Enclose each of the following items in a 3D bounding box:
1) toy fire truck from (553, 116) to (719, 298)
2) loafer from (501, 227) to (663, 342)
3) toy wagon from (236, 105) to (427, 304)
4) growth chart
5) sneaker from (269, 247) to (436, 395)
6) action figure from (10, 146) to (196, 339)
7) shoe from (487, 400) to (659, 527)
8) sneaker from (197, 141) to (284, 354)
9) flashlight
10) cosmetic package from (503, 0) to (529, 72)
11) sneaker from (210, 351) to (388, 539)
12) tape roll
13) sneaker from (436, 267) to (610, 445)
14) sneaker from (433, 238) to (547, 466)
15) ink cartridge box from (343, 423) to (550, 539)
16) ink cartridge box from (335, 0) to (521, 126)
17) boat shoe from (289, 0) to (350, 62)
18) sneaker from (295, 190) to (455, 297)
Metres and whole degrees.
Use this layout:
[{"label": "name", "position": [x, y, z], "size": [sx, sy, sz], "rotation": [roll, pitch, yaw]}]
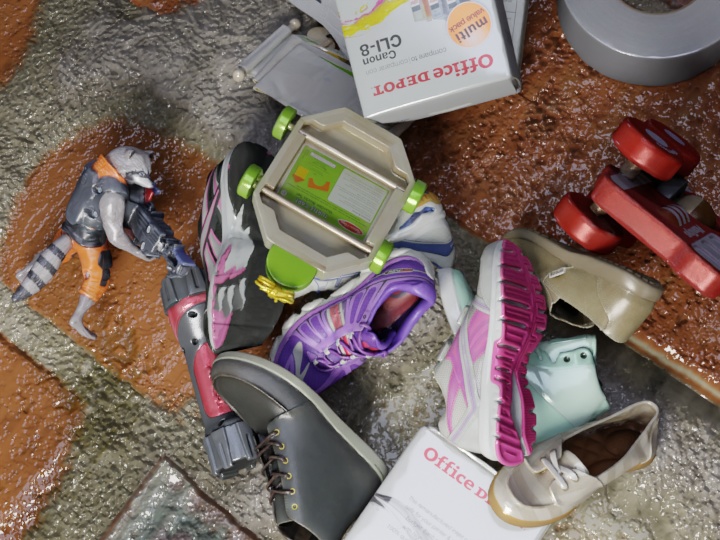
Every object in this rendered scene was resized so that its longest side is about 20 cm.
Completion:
[{"label": "toy fire truck", "position": [0.285, -0.045, 1.032], "size": [0.168, 0.199, 0.113], "rotation": [44, 114, 17]}, {"label": "loafer", "position": [0.190, 0.012, 1.043], "size": [0.075, 0.200, 0.068], "rotation": [23, 92, -30]}, {"label": "toy wagon", "position": [-0.037, -0.056, 1.043], "size": [0.154, 0.040, 0.201], "rotation": [29, 71, 1]}, {"label": "growth chart", "position": [-0.032, -0.190, 1.174], "size": [0.199, 0.018, 0.145], "rotation": [36, 50, 17]}, {"label": "sneaker", "position": [-0.010, 0.060, 1.065], "size": [0.200, 0.084, 0.080], "rotation": [-43, 116, 16]}, {"label": "action figure", "position": [-0.256, -0.034, 1.123], "size": [0.199, 0.104, 0.195], "rotation": [34, 98, 43]}, {"label": "shoe", "position": [0.193, 0.165, 0.998], "size": [0.198, 0.054, 0.070], "rotation": [-18, 51, -34]}, {"label": "sneaker", "position": [-0.121, -0.017, 1.088], "size": [0.080, 0.086, 0.203], "rotation": [15, 74, -32]}, {"label": "flashlight", "position": [-0.143, 0.097, 1.109], "size": [0.067, 0.068, 0.202], "rotation": [-22, 71, 6]}, {"label": "cosmetic package", "position": [0.123, -0.288, 1.149], "size": [0.102, 0.073, 0.203], "rotation": [8, 95, 10]}, {"label": "sneaker", "position": [-0.073, 0.167, 1.033], "size": [0.199, 0.075, 0.107], "rotation": [39, 54, -4]}, {"label": "tape roll", "position": [0.303, -0.296, 1.163], "size": [0.197, 0.066, 0.203], "rotation": [-2, 74, 7]}, {"label": "sneaker", "position": [0.158, 0.067, 1.070], "size": [0.117, 0.074, 0.202], "rotation": [-30, 81, 5]}, {"label": "sneaker", "position": [0.107, 0.069, 0.998], "size": [0.087, 0.081, 0.203], "rotation": [-5, 67, 39]}, {"label": "ink cartridge box", "position": [0.061, 0.265, 1.021], "size": [0.145, 0.083, 0.201], "rotation": [34, 80, 15]}, {"label": "ink cartridge box", "position": [0.059, -0.250, 1.054], "size": [0.144, 0.145, 0.203], "rotation": [-14, 92, 12]}, {"label": "boat shoe", "position": [0.000, -0.277, 1.194], "size": [0.071, 0.072, 0.200], "rotation": [-31, 69, -38]}, {"label": "sneaker", "position": [0.000, 0.000, 1.110], "size": [0.198, 0.075, 0.089], "rotation": [-25, 102, 7]}]
